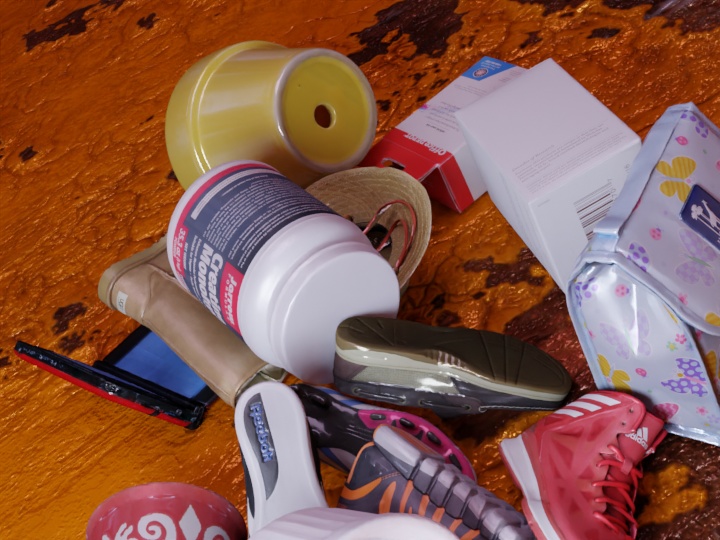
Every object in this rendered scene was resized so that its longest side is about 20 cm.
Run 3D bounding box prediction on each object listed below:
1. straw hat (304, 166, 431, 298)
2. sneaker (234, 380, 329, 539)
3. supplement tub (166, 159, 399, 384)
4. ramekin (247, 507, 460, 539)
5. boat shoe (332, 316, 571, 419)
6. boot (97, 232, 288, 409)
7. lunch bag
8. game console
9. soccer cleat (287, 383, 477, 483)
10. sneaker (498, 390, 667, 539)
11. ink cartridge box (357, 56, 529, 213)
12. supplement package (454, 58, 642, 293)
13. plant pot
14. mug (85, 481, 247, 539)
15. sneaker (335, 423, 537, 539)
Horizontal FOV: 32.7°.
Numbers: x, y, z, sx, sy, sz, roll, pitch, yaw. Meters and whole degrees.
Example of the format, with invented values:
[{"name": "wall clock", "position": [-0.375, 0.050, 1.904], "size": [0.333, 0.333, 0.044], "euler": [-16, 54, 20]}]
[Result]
[{"name": "straw hat", "position": [0.000, 0.000, 1.198], "size": [0.199, 0.085, 0.203], "euler": [-18, 52, 25]}, {"name": "sneaker", "position": [-0.050, 0.192, 0.946], "size": [0.072, 0.112, 0.203], "euler": [-8, 74, 2]}, {"name": "supplement tub", "position": [-0.071, -0.001, 1.090], "size": [0.140, 0.141, 0.199], "euler": [-39, 43, -14]}, {"name": "ramekin", "position": [-0.013, 0.253, 0.801], "size": [0.097, 0.201, 0.201], "euler": [2, 45, 49]}, {"name": "boat shoe", "position": [0.073, 0.089, 1.019], "size": [0.198, 0.067, 0.072], "euler": [11, 30, -2]}, {"name": "boot", "position": [-0.137, 0.040, 1.219], "size": [0.199, 0.067, 0.175], "euler": [32, 46, 26]}, {"name": "lunch bag", "position": [0.241, 0.004, 0.917], "size": [0.126, 0.201, 0.170], "euler": [3, 45, 39]}, {"name": "game console", "position": [-0.225, 0.076, 1.255], "size": [0.199, 0.172, 0.120], "euler": [13, 79, 46]}, {"name": "soccer cleat", "position": [0.016, 0.146, 1.026], "size": [0.198, 0.086, 0.071], "euler": [23, 84, 25]}, {"name": "sneaker", "position": [0.175, 0.150, 0.869], "size": [0.115, 0.078, 0.201], "euler": [-40, 32, 8]}, {"name": "ink cartridge box", "position": [0.106, -0.137, 1.316], "size": [0.199, 0.068, 0.116], "euler": [-39, 34, -13]}, {"name": "supplement package", "position": [0.187, -0.093, 1.156], "size": [0.116, 0.118, 0.201], "euler": [-30, 35, 1]}, {"name": "plant pot", "position": [-0.084, -0.156, 1.329], "size": [0.201, 0.202, 0.188], "euler": [-48, 23, -26]}, {"name": "mug", "position": [-0.133, 0.273, 0.922], "size": [0.175, 0.134, 0.201], "euler": [-22, 38, 14]}, {"name": "sneaker", "position": [0.062, 0.212, 0.911], "size": [0.199, 0.077, 0.113], "euler": [34, 93, 35]}]
